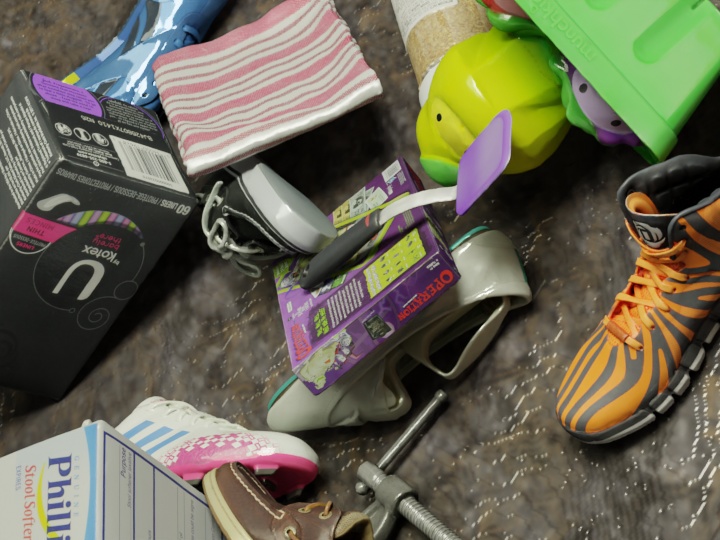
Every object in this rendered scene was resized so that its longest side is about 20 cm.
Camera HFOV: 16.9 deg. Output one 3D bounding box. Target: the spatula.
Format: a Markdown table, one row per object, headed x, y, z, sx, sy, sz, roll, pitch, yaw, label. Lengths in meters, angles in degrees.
| x | y | z | sx | sy | sz | roll | pitch | yaw | label |
| --- | --- | --- | --- | --- | --- | --- | --- | --- | --- |
| 0.028 | -0.038 | 1.517 | 0.200 | 0.021 | 0.057 | -31 | 37 | 35 | spatula |

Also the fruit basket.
| x | y | z | sx | sy | sz | roll | pitch | yaw | label |
| --- | --- | --- | --- | --- | --- | --- | --- | --- | --- |
| 0.110 | -0.131 | 1.514 | 0.215 | 0.156 | 0.216 | 0 | 90 | 5 | fruit basket |

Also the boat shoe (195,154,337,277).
| x | y | z | sx | sy | sz | roll | pitch | yaw | label |
| --- | --- | --- | --- | --- | --- | --- | --- | --- | --- |
| -0.075 | -0.036 | 1.648 | 0.068 | 0.074 | 0.199 | -51 | 26 | 2 | boat shoe |

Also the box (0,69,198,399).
| x | y | z | sx | sy | sz | roll | pitch | yaw | label |
| --- | --- | --- | --- | --- | --- | --- | --- | --- | --- |
| -0.225 | -0.022 | 1.702 | 0.200 | 0.122 | 0.106 | -53 | 42 | 25 | box |

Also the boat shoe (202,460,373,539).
| x | y | z | sx | sy | sz | roll | pitch | yaw | label |
| --- | --- | --- | --- | --- | --- | --- | --- | --- | --- |
| -0.020 | 0.176 | 1.478 | 0.072 | 0.072 | 0.200 | -46 | 52 | 2 | boat shoe |

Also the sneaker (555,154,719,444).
| x | y | z | sx | sy | sz | roll | pitch | yaw | label |
| --- | --- | --- | --- | --- | --- | --- | --- | --- | --- |
| 0.171 | 0.005 | 1.447 | 0.200 | 0.112 | 0.078 | -50 | 46 | -2 | sneaker |

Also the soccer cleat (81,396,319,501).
| x | y | z | sx | sy | sz | roll | pitch | yaw | label |
| --- | --- | --- | --- | --- | --- | --- | --- | --- | --- |
| -0.116 | 0.117 | 1.608 | 0.200 | 0.070 | 0.086 | -13 | 59 | 30 | soccer cleat |

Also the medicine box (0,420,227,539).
| x | y | z | sx | sy | sz | roll | pitch | yaw | label |
| --- | --- | --- | --- | --- | --- | --- | --- | --- | --- |
| -0.142 | 0.222 | 1.470 | 0.103 | 0.200 | 0.182 | -21 | 51 | 23 | medicine box |

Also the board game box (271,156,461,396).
| x | y | z | sx | sy | sz | roll | pitch | yaw | label |
| --- | --- | --- | --- | --- | --- | --- | --- | --- | --- |
| 0.000 | 0.000 | 1.572 | 0.120 | 0.032 | 0.200 | -35 | 20 | 7 | board game box |

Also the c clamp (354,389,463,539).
| x | y | z | sx | sy | sz | roll | pitch | yaw | label |
| --- | --- | --- | --- | --- | --- | --- | --- | --- | --- |
| 0.042 | 0.186 | 1.481 | 0.171 | 0.027 | 0.200 | -47 | 47 | 2 | c clamp |

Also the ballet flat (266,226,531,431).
| x | y | z | sx | sy | sz | roll | pitch | yaw | label |
| --- | --- | --- | --- | --- | --- | --- | --- | --- | --- |
| 0.028 | 0.054 | 1.559 | 0.200 | 0.069 | 0.069 | -40 | 47 | 7 | ballet flat |

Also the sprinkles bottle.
| x | y | z | sx | sy | sz | roll | pitch | yaw | label |
| --- | --- | --- | --- | --- | --- | --- | --- | --- | --- |
| 0.057 | -0.178 | 1.677 | 0.068 | 0.068 | 0.200 | -30 | 49 | 17 | sprinkles bottle |

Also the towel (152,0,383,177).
| x | y | z | sx | sy | sz | roll | pitch | yaw | label |
| --- | --- | --- | --- | --- | --- | --- | --- | --- | --- |
| -0.071 | -0.136 | 1.702 | 0.146 | 0.030 | 0.200 | -25 | 27 | 0 | towel |

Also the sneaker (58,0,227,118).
| x | y | z | sx | sy | sz | roll | pitch | yaw | label |
| --- | --- | --- | --- | --- | --- | --- | --- | --- | --- |
| -0.154 | -0.152 | 1.821 | 0.200 | 0.066 | 0.078 | -46 | 58 | 3 | sneaker |
